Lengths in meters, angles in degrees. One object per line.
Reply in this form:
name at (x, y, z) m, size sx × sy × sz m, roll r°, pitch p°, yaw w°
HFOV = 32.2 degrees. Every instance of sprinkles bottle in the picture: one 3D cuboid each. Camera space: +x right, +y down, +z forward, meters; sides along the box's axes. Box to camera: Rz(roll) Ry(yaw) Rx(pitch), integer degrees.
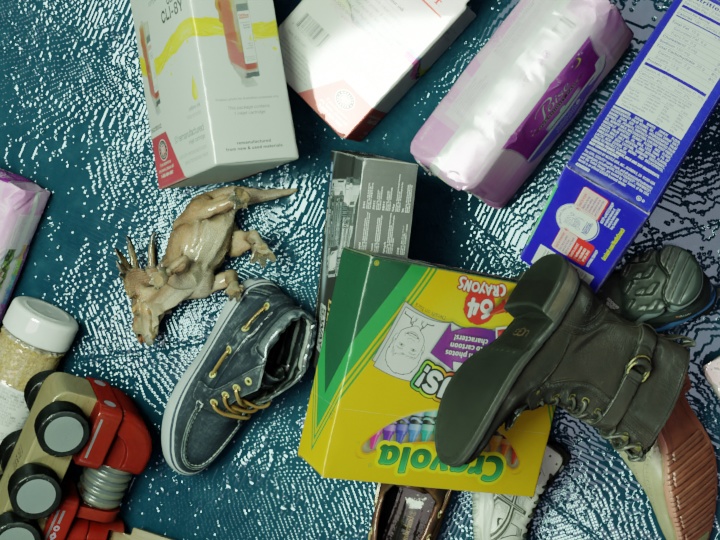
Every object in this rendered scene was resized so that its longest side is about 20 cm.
sprinkles bottle at (-0.345, 0.126, 1.208) m, size 0.068 × 0.068 × 0.200 m, roll 29°, pitch 97°, yaw 10°

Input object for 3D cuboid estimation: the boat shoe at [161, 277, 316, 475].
boat shoe at (-0.113, 0.109, 1.137) m, size 0.091 × 0.071 × 0.200 m, roll 32°, pitch 99°, yaw 51°

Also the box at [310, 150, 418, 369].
box at (0.000, 0.000, 1.076) m, size 0.050 × 0.158 × 0.200 m, roll 5°, pitch 97°, yaw -11°

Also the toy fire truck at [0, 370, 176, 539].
toy fire truck at (-0.234, 0.210, 1.175) m, size 0.200 × 0.129 × 0.176 m, roll 21°, pitch 100°, yaw -28°

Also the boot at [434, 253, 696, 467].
boot at (0.169, 0.102, 0.977) m, size 0.174 × 0.069 × 0.200 m, roll 38°, pitch 83°, yaw -25°

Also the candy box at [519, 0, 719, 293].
candy box at (0.219, -0.100, 0.989) m, size 0.077 × 0.169 × 0.200 m, roll 33°, pitch 68°, yaw 8°

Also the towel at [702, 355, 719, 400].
towel at (0.422, 0.120, 1.059) m, size 0.191 × 0.032 × 0.200 m, roll -30°, pitch 85°, yaw 12°

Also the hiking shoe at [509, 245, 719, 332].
hiking shoe at (0.210, 0.035, 1.081) m, size 0.200 × 0.087 × 0.074 m, roll -9°, pitch 66°, yaw 35°

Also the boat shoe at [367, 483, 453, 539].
boat shoe at (0.052, 0.192, 1.124) m, size 0.070 × 0.070 × 0.200 m, roll 13°, pitch 93°, yaw 13°

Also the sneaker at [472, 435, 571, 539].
sneaker at (0.143, 0.185, 1.100) m, size 0.088 × 0.076 × 0.200 m, roll -3°, pitch 93°, yaw 11°

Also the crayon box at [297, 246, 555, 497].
crayon box at (0.065, 0.084, 0.998) m, size 0.200 × 0.058 × 0.173 m, roll 10°, pitch 94°, yaw -27°

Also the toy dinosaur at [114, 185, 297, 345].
toy dinosaur at (-0.155, -0.025, 1.162) m, size 0.200 × 0.136 × 0.086 m, roll -52°, pitch 121°, yaw -12°

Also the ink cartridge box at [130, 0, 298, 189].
ink cartridge box at (-0.135, -0.183, 1.108) m, size 0.083 × 0.145 × 0.200 m, roll -8°, pitch 89°, yaw -28°

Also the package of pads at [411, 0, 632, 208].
package of pads at (0.138, -0.151, 1.057) m, size 0.076 × 0.120 × 0.200 m, roll 41°, pitch 100°, yaw 19°

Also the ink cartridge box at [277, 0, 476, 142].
ink cartridge box at (0.021, -0.227, 1.118) m, size 0.116 × 0.067 × 0.200 m, roll 46°, pitch 102°, yaw 7°

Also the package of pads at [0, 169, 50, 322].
package of pads at (-0.395, -0.010, 1.212) m, size 0.120 × 0.076 × 0.200 m, roll 23°, pitch 96°, yaw 9°

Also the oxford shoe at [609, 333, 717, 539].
oxford shoe at (0.257, 0.151, 1.089) m, size 0.074 × 0.071 × 0.200 m, roll -7°, pitch 99°, yaw 48°
